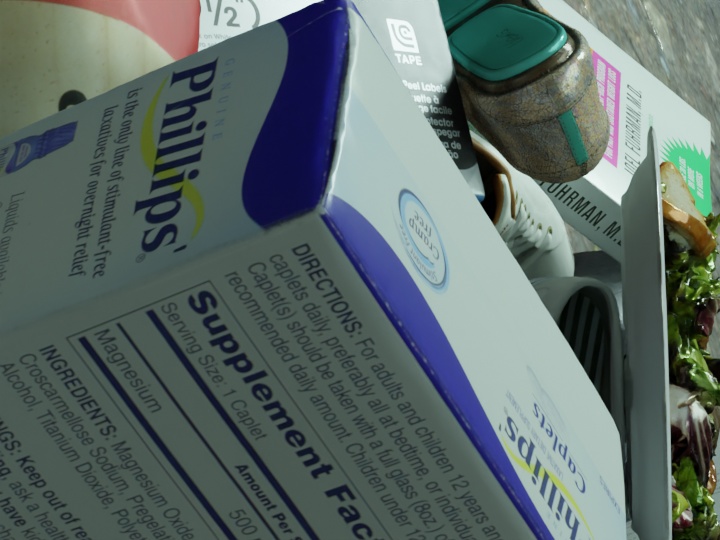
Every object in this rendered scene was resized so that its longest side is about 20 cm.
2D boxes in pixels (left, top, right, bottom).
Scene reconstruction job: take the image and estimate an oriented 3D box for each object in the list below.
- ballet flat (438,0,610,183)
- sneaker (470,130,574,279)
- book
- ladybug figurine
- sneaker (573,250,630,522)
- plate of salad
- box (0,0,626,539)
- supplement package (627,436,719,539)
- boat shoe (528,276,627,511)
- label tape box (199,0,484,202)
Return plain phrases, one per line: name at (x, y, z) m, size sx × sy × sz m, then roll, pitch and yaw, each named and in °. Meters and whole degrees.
ballet flat at (0.055, -0.082, 1.211) m, size 0.067 × 0.068 × 0.200 m, roll 60°, pitch 2°, yaw -24°
sneaker at (0.044, -0.018, 1.282) m, size 0.200 × 0.073 × 0.085 m, roll 40°, pitch 7°, yaw -47°
book at (0.082, -0.082, 1.397) m, size 0.200 × 0.048 × 0.134 m, roll 36°, pitch 29°, yaw -18°
ladybug figurine at (-0.098, -0.107, 0.936) m, size 0.136 × 0.072 × 0.201 m, roll 39°, pitch 37°, yaw -57°
sneaker at (0.100, 0.086, 1.367) m, size 0.200 × 0.075 × 0.114 m, roll -60°, pitch 140°, yaw -49°
plate of salad at (0.136, 0.038, 1.256) m, size 0.200 × 0.048 × 0.201 m, roll -2°, pitch 90°, yaw -86°
box at (-0.048, 0.050, 0.863) m, size 0.184 × 0.199 × 0.105 m, roll 56°, pitch 24°, yaw -31°
supplement package at (0.225, 0.157, 1.503) m, size 0.151 × 0.151 × 0.200 m, roll 62°, pitch 22°, yaw -20°
boat shoe at (0.074, 0.098, 1.236) m, size 0.067 × 0.073 × 0.201 m, roll 149°, pitch -56°, yaw -73°
label tape box at (-0.044, -0.110, 1.134) m, size 0.143 × 0.066 × 0.201 m, roll 2°, pitch 69°, yaw -39°
